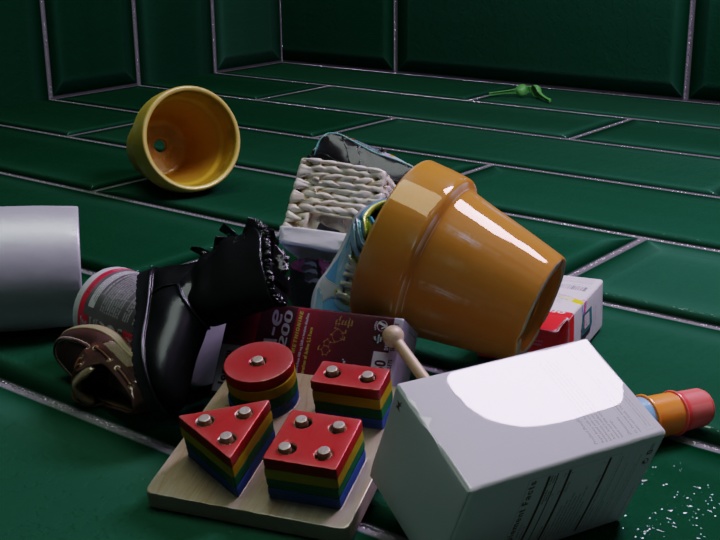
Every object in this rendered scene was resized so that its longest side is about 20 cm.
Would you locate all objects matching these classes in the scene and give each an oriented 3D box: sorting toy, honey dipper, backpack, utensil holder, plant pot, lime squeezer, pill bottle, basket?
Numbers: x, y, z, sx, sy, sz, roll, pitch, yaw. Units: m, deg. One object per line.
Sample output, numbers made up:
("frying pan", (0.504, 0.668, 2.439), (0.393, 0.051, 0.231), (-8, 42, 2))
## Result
("sorting toy", (-0.072, 0.145, 1.071), (0.199, 0.070, 0.200), (6, 33, 20))
("honey dipper", (0.076, 0.127, 1.103), (0.038, 0.038, 0.200), (-13, 51, -34))
("backpack", (0.015, -0.093, 1.725), (0.200, 0.176, 0.153), (20, -6, 23))
("utensil holder", (-0.461, -0.001, 1.468), (0.200, 0.170, 0.170), (-2, 17, -14))
("plant pot", (-0.362, -0.248, 2.220), (0.201, 0.201, 0.189), (-12, 6, -31))
("lime squeezer", (0.465, -0.498, 3.231), (0.200, 0.038, 0.071), (14, 54, 36))
("pill bottle", (-0.237, 0.068, 1.328), (0.111, 0.111, 0.200), (-17, 24, -42))
("basket", (-0.016, -0.066, 1.556), (0.135, 0.124, 0.200), (10, -7, 13))
("plant pot", (0.117, 0.005, 1.257), (0.183, 0.200, 0.200), (25, 26, 19))

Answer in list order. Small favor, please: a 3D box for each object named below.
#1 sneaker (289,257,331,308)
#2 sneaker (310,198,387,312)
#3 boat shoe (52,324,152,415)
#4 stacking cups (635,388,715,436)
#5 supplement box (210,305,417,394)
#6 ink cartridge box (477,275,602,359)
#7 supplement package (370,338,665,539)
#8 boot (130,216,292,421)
("sneaker", (-0.005, 0.033, 1.524), (0.200, 0.080, 0.086), (15, 5, 33))
("sneaker", (0.000, 0.000, 1.367), (0.079, 0.200, 0.131), (21, -13, -7))
("boat shoe", (-0.288, 0.114, 1.258), (0.200, 0.072, 0.072), (23, 27, 38))
("stacking cups", (0.269, 0.155, 1.138), (0.200, 0.061, 0.060), (-5, 18, -25))
("supplement box", (-0.049, 0.098, 1.213), (0.200, 0.109, 0.061), (5, -16, 20))
("ink cartridge box", (0.215, 0.063, 1.398), (0.116, 0.067, 0.200), (7, 19, 26))
("supplement package", (0.129, 0.156, 0.969), (0.200, 0.120, 0.121), (-10, 44, -27))
("boot", (-0.151, 0.046, 1.187), (0.162, 0.073, 0.198), (-20, 50, 13))
